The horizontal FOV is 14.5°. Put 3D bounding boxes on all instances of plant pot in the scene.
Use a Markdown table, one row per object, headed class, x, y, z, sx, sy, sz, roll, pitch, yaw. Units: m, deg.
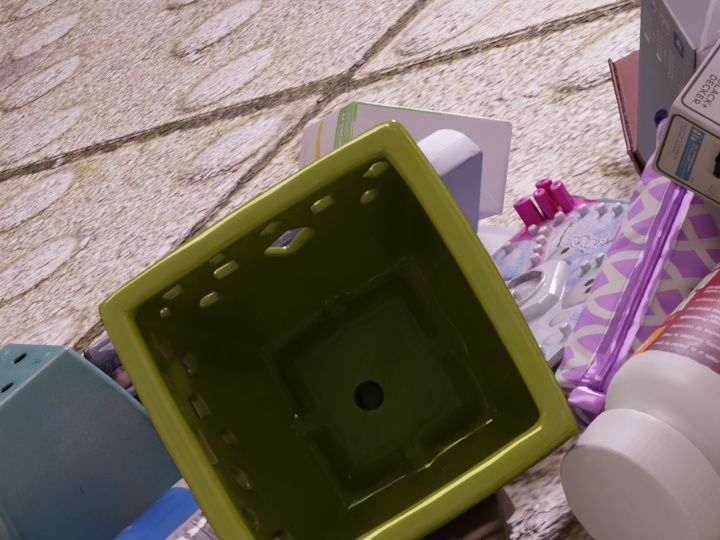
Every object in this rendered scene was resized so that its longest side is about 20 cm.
| class | x | y | z | sx | sy | sz | roll | pitch | yaw |
| --- | --- | --- | --- | --- | --- | --- | --- | --- | --- |
| plant pot | -0.002 | 0.059 | 1.562 | 0.199 | 0.200 | 0.181 | -31 | -9 | 5 |
| plant pot | -0.183 | 0.151 | 1.780 | 0.141 | 0.201 | 0.141 | -41 | 20 | -26 |

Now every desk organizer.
| class | x | y | z | sx | sy | sz | roll | pitch | yaw |
| --- | --- | --- | --- | --- | --- | --- | --- | --- | --- |
| desk organizer | 0.228 | -0.104 | 1.973 | 0.077 | 0.072 | 0.200 | -26 | 19 | 11 |

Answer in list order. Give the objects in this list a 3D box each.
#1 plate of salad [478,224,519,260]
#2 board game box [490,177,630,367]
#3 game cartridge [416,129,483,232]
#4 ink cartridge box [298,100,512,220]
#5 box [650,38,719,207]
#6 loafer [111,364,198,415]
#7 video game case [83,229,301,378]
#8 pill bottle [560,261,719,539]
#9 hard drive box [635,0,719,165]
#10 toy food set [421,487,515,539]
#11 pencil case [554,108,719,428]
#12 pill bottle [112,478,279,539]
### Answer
| class | x | y | z | sx | sy | sz | roll | pitch | yaw |
| --- | --- | --- | --- | --- | --- | --- | --- | --- | --- |
| plate of salad | 0.041 | 0.042 | 1.941 | 0.199 | 0.048 | 0.201 | -25 | 30 | 15 |
| board game box | 0.101 | 0.013 | 1.808 | 0.200 | 0.026 | 0.200 | -42 | 19 | -16 |
| game cartridge | 0.000 | 0.000 | 1.797 | 0.041 | 0.134 | 0.200 | 37 | 64 | 25 |
| ink cartridge box | 0.022 | -0.070 | 1.982 | 0.116 | 0.068 | 0.200 | 7 | -6 | -14 |
| box | 0.279 | -0.062 | 1.587 | 0.117 | 0.199 | 0.060 | -53 | -15 | -34 |
| loafer | -0.132 | 0.089 | 1.899 | 0.072 | 0.063 | 0.200 | -26 | -23 | 5 |
| video game case | -0.098 | 0.033 | 1.934 | 0.199 | 0.019 | 0.143 | -33 | -20 | -14 |
| pill bottle | 0.201 | 0.067 | 1.520 | 0.200 | 0.110 | 0.109 | -43 | 21 | -30 |
| hard drive box | 0.257 | -0.133 | 1.764 | 0.155 | 0.200 | 0.077 | -22 | 59 | -10 |
| toy food set | 0.032 | 0.192 | 1.577 | 0.143 | 0.061 | 0.200 | -31 | 10 | 4 |
| pencil case | 0.179 | 0.005 | 1.650 | 0.083 | 0.086 | 0.201 | 19 | 75 | 15 |
| pill bottle | -0.099 | 0.191 | 1.686 | 0.200 | 0.113 | 0.112 | -41 | 20 | -27 |
